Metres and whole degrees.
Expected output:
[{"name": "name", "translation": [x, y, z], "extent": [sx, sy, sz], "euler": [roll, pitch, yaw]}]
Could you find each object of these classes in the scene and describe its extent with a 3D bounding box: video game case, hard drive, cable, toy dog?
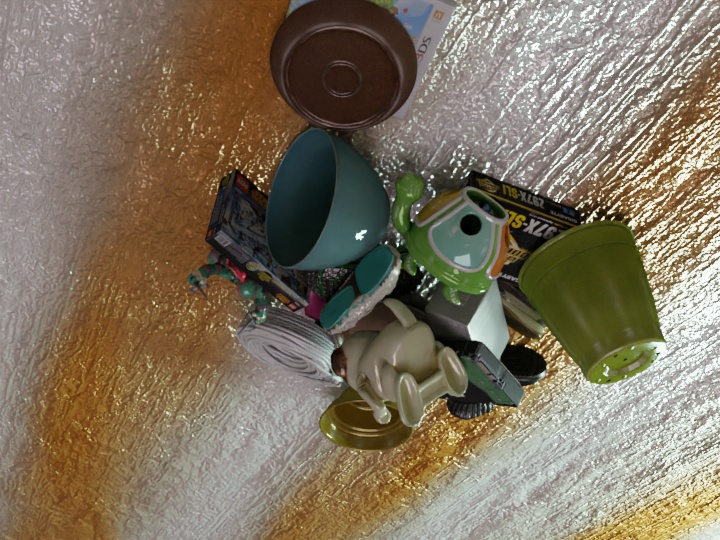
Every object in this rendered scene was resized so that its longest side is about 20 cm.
[{"name": "video game case", "translation": [-0.001, -0.301, 0.973], "extent": [0.197, 0.022, 0.183], "euler": [16, 136, -12]}, {"name": "hard drive", "translation": [0.158, 0.167, 1.244], "extent": [0.140, 0.038, 0.198], "euler": [46, 152, -27]}, {"name": "cable", "translation": [-0.130, 0.133, 1.382], "extent": [0.197, 0.070, 0.201], "euler": [10, 153, 29]}, {"name": "toy dog", "translation": [0.036, 0.148, 1.184], "extent": [0.199, 0.139, 0.196], "euler": [-9, 113, 56]}]

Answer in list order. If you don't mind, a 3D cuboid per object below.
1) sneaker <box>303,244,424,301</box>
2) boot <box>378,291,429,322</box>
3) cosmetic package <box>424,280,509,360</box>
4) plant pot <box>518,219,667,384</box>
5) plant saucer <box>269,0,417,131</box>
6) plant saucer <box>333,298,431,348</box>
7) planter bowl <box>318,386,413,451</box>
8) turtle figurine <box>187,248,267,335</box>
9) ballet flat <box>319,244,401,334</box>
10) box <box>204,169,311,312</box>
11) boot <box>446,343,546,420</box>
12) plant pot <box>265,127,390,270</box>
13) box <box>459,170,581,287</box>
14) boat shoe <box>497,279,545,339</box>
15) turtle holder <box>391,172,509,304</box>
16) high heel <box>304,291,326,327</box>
[{"name": "sneaker", "translation": [0.000, 0.000, 1.228], "extent": [0.196, 0.086, 0.079], "euler": [-2, 133, -22]}, {"name": "boot", "translation": [0.058, 0.095, 1.375], "extent": [0.144, 0.071, 0.201], "euler": [20, 135, -7]}, {"name": "cosmetic package", "translation": [0.183, 0.091, 1.252], "extent": [0.089, 0.108, 0.201], "euler": [21, 152, 28]}, {"name": "plant pot", "translation": [0.371, 0.062, 1.163], "extent": [0.197, 0.195, 0.202], "euler": [-12, 146, -8]}, {"name": "plant saucer", "translation": [-0.023, -0.257, 0.983], "extent": [0.196, 0.035, 0.202], "euler": [2, 139, 2]}, {"name": "plant saucer", "translation": [0.052, 0.114, 1.321], "extent": [0.196, 0.037, 0.203], "euler": [7, 133, 7]}, {"name": "planter bowl", "translation": [0.014, 0.294, 1.576], "extent": [0.196, 0.084, 0.202], "euler": [3, 137, 2]}, {"name": "turtle figurine", "translation": [-0.197, 0.020, 1.216], "extent": [0.101, 0.200, 0.150], "euler": [-44, 112, 6]}, {"name": "ballet flat", "translation": [0.011, 0.029, 1.153], "extent": [0.071, 0.073, 0.200], "euler": [27, 131, -23]}, {"name": "box", "translation": [-0.151, -0.045, 1.182], "extent": [0.039, 0.138, 0.200], "euler": [-25, 130, 29]}, {"name": "boot", "translation": [0.264, 0.224, 1.474], "extent": [0.207, 0.080, 0.160], "euler": [2, 132, 20]}, {"name": "plant pot", "translation": [-0.034, -0.090, 1.095], "extent": [0.133, 0.203, 0.200], "euler": [13, 140, -32]}, {"name": "box", "translation": [0.227, -0.059, 1.196], "extent": [0.197, 0.050, 0.161], "euler": [18, 134, -14]}, {"name": "boat shoe", "translation": [0.242, 0.039, 1.290], "extent": [0.199, 0.065, 0.073], "euler": [40, 160, -11]}, {"name": "turtle holder", "translation": [0.136, -0.059, 1.094], "extent": [0.140, 0.186, 0.133], "euler": [-5, 137, -46]}, {"name": "high heel", "translation": [-0.045, 0.074, 1.352], "extent": [0.094, 0.068, 0.201], "euler": [9, 154, 11]}]
